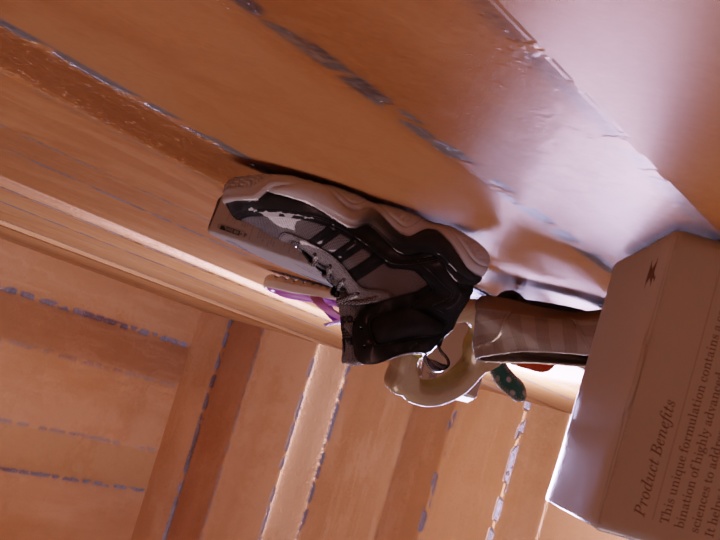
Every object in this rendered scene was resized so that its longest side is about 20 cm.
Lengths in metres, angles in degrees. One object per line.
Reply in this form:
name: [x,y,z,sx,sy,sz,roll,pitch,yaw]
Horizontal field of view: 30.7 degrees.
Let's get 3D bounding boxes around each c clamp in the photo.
c clamp: [0.185,0.051,1.223,0.170,0.027,0.200,15,174,25]

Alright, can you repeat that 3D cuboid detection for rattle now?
rattle: [0.090,0.069,1.383,0.199,0.131,0.142,-2,-167,-39]

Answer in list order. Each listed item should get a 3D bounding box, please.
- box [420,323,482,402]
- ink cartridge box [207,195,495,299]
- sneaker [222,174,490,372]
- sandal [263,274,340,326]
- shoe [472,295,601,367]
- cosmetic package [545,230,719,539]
box: [0.120,0.116,1.697,0.077,0.096,0.200,16,175,4]
ink cartridge box: [0.000,0.000,1.140,0.199,0.041,0.199,17,175,37]
sneaker: [-0.013,0.006,0.933,0.199,0.115,0.075,18,174,-7]
sandal: [-0.040,0.051,1.747,0.201,0.050,0.082,14,174,27]
shoe: [0.187,0.063,1.090,0.199,0.054,0.070,8,160,23]
cosmetic package: [0.235,0.091,0.763,0.199,0.169,0.166,17,175,1]
